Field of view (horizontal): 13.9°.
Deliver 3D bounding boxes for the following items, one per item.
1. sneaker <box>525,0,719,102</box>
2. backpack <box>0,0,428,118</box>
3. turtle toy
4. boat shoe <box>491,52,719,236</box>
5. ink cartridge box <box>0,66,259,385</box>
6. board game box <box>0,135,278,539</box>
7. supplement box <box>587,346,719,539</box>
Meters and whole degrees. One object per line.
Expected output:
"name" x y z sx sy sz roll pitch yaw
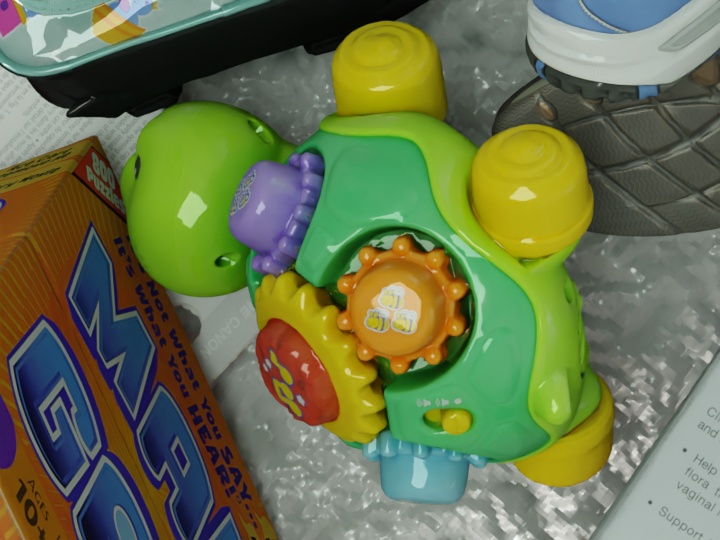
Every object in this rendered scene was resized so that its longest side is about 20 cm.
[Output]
"sneaker" 0.126 -0.137 0.936 0.075 0.200 0.077 25 146 33
"backpack" -0.071 -0.172 0.987 0.175 0.153 0.201 -18 78 3
"turtle toy" 0.000 0.000 0.989 0.200 0.101 0.146 39 151 39
"boat shoe" 0.141 -0.068 0.990 0.199 0.073 0.075 -17 109 8
"ink cartridge box" -0.136 -0.022 1.091 0.200 0.050 0.161 42 106 -11
"board game box" -0.159 0.105 1.003 0.199 0.200 0.201 -19 107 16
"supplement box" 0.139 0.080 0.962 0.103 0.101 0.201 33 82 7
